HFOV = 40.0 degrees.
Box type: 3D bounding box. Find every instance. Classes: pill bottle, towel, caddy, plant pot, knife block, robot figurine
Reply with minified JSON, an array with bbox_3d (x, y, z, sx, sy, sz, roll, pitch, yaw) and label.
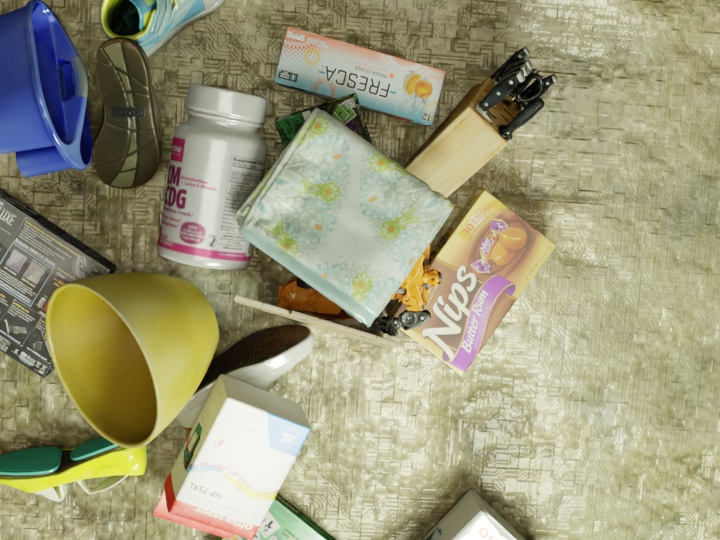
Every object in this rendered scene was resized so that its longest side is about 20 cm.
[{"bbox_3d":[-0.171,-0.110,1.167,0.111,0.113,0.204,9,96,-4],"label":"pill bottle"},{"bbox_3d":[-0.021,-0.062,1.113,0.199,0.048,0.172,36,86,5],"label":"towel"},{"bbox_3d":[-0.358,-0.204,1.118,0.103,0.142,0.203,-15,71,3],"label":"caddy"},{"bbox_3d":[-0.249,0.084,1.157,0.141,0.198,0.203,-29,101,-44],"label":"plant pot"},{"bbox_3d":[0.136,-0.162,1.146,0.064,0.176,0.200,41,93,-6],"label":"knife block"},{"bbox_3d":[0.000,0.000,1.176,0.196,0.058,0.148,4,101,10],"label":"robot figurine"}]

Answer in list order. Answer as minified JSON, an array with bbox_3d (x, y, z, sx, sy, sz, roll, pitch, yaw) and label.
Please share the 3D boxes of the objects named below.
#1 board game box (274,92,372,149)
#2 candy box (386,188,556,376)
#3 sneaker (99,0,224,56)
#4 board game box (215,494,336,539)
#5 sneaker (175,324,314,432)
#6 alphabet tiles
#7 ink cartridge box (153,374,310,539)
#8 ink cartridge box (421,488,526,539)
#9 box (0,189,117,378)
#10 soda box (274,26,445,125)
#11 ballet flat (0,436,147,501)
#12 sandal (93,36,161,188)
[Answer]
[{"bbox_3d":[-0.022,-0.101,1.189,0.103,0.024,0.203,-14,110,18],"label":"board game box"},{"bbox_3d":[0.135,0.013,1.227,0.116,0.056,0.201,36,92,-6],"label":"candy box"},{"bbox_3d":[-0.215,-0.320,1.130,0.200,0.131,0.080,-44,96,2],"label":"sneaker"},{"bbox_3d":[-0.092,0.387,1.274,0.199,0.029,0.135,40,94,-7],"label":"board game box"},{"bbox_3d":[-0.139,0.138,1.231,0.198,0.073,0.085,-27,121,-1],"label":"sneaker"},{"bbox_3d":[-0.054,0.061,1.167,0.197,0.167,0.008,17,85,-5],"label":"alphabet tiles"},{"bbox_3d":[-0.157,0.240,1.184,0.115,0.067,0.202,23,101,-22],"label":"ink cartridge box"},{"bbox_3d":[0.130,0.407,1.260,0.146,0.086,0.200,43,92,-8],"label":"ink cartridge box"},{"bbox_3d":[-0.422,0.008,1.199,0.198,0.050,0.159,33,94,-7],"label":"box"},{"bbox_3d":[-0.001,-0.231,1.186,0.197,0.064,0.070,15,96,-4],"label":"soda box"},{"bbox_3d":[-0.359,0.250,1.227,0.197,0.067,0.068,-13,111,-3],"label":"ballet flat"},{"bbox_3d":[-0.273,-0.184,1.156,0.080,0.055,0.202,3,128,-1],"label":"sandal"}]
